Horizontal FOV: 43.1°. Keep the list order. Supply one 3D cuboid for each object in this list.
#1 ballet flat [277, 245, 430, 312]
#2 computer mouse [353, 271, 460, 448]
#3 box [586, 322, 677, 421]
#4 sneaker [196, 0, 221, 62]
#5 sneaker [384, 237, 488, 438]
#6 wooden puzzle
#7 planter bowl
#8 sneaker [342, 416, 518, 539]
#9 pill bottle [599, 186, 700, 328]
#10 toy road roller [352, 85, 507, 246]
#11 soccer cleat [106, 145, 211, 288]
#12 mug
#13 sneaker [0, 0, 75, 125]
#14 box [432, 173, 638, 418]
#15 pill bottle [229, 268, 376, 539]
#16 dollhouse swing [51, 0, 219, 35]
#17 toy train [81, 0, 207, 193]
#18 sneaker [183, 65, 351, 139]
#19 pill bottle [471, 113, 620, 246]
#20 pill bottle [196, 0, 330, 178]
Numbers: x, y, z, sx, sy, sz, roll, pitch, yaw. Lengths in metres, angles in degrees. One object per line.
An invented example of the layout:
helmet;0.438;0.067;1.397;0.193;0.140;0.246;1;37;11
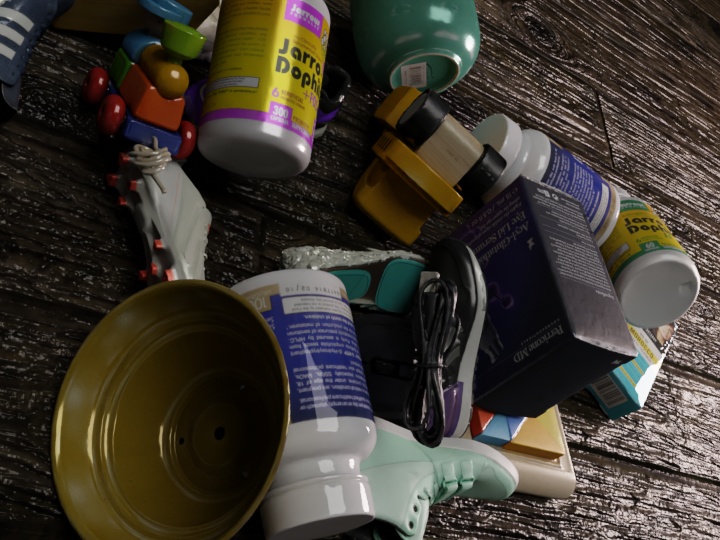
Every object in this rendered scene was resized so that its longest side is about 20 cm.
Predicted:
ballet flat;0.000;0.000;0.920;0.199;0.072;0.072;5;61;-43
computer mouse;0.017;0.076;0.800;0.052;0.200;0.140;8;83;-21
box;0.350;0.102;1.188;0.083;0.049;0.200;51;42;-5
sneaker;-0.120;-0.265;0.964;0.199;0.081;0.076;-3;68;-42
sneaker;0.067;0.064;0.893;0.087;0.075;0.202;8;82;-31
wooden puzzle;0.160;0.138;0.997;0.184;0.037;0.202;19;53;-34
planter bowl;-0.122;0.114;0.668;0.083;0.199;0.202;36;37;-61
sneaker;0.061;0.212;0.826;0.199;0.074;0.119;18;46;-22
pill bottle;0.354;-0.026;1.198;0.112;0.113;0.201;30;25;-25
toy road roller;0.059;-0.116;1.028;0.123;0.146;0.200;40;6;-15
soccer cleat;-0.155;-0.022;0.783;0.077;0.069;0.202;-3;64;-41
mug;0.079;-0.278;1.104;0.184;0.152;0.116;12;59;-38
sneaker;-0.295;-0.171;0.747;0.085;0.075;0.200;47;52;-7
box;0.177;0.030;0.958;0.104;0.148;0.202;17;46;-35
pill bottle;-0.051;0.112;0.753;0.119;0.119;0.202;8;59;-40
dollhouse swing;-0.201;-0.351;0.836;0.180;0.176;0.202;-1;65;-24
toy train;-0.163;-0.156;0.767;0.084;0.116;0.200;16;21;-35
sneaker;-0.087;-0.185;0.925;0.199;0.099;0.070;-13;71;-47
pill bottle;0.224;-0.106;1.155;0.199;0.115;0.117;30;47;-27
pill bottle;-0.084;-0.194;0.833;0.104;0.104;0.202;17;74;-35
